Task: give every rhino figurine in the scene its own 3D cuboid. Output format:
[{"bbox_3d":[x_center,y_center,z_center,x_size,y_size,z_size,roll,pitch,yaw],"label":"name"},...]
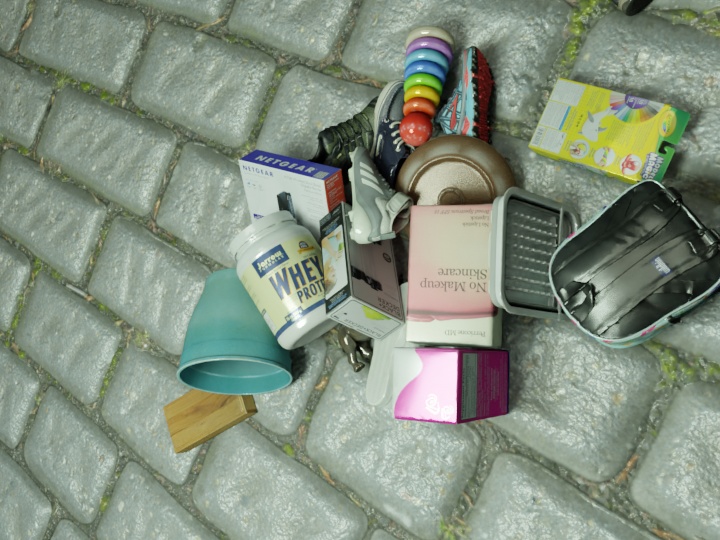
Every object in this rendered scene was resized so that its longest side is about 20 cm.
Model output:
[{"bbox_3d":[0.036,0.073,1.175,0.200,0.060,0.087,-48,65,15],"label":"rhino figurine"}]

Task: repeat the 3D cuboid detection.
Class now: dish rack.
[{"bbox_3d":[0.241,-0.019,0.985,0.043,0.200,0.172,-2,82,45],"label":"dish rack"}]

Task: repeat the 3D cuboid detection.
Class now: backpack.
[{"bbox_3d":[0.360,0.003,0.929,0.200,0.151,0.178,-39,64,12],"label":"backpack"}]

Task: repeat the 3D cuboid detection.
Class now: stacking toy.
[{"bbox_3d":[0.103,-0.297,1.146,0.085,0.085,0.200,-3,66,31],"label":"stacking toy"}]

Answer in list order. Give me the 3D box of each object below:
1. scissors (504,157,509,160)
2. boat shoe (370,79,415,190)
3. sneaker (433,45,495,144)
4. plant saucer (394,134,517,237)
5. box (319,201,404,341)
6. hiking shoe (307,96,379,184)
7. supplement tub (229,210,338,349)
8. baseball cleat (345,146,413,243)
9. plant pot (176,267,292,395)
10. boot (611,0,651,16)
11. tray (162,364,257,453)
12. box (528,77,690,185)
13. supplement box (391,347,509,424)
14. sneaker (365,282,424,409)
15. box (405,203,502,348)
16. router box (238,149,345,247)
[{"bbox_3d":[0.161,-0.121,1.155,0.200,0.014,0.073,-18,71,27],"label":"scissors"},{"bbox_3d":[0.066,-0.220,1.178,0.093,0.075,0.200,24,105,56],"label":"boat shoe"},{"bbox_3d":[0.159,-0.266,1.138,0.095,0.079,0.201,0,83,34],"label":"sneaker"},{"bbox_3d":[0.146,-0.111,1.102,0.200,0.037,0.201,5,105,17],"label":"plant saucer"},{"bbox_3d":[0.000,0.000,1.112,0.060,0.117,0.200,-36,41,32],"label":"box"},{"bbox_3d":[-0.021,-0.228,1.229,0.200,0.101,0.076,-50,60,16],"label":"hiking shoe"},{"bbox_3d":[-0.118,0.015,1.176,0.145,0.145,0.200,-38,79,22],"label":"supplement tub"},{"bbox_3d":[0.031,-0.122,1.116,0.106,0.070,0.200,-5,55,6],"label":"baseball cleat"},{"bbox_3d":[-0.220,0.104,1.259,0.200,0.200,0.188,-17,60,29],"label":"plant pot"},{"bbox_3d":[0.410,-0.493,1.022,0.151,0.073,0.200,49,114,27],"label":"boot"},{"bbox_3d":[-0.297,0.272,1.366,0.200,0.037,0.099,-32,68,23],"label":"tray"},{"bbox_3d":[0.362,-0.200,1.021,0.200,0.048,0.118,27,97,34],"label":"box"},{"bbox_3d":[0.135,0.162,1.016,0.101,0.200,0.104,-2,82,32],"label":"supplement box"},{"bbox_3d":[0.084,0.128,1.117,0.074,0.115,0.200,0,71,56],"label":"sneaker"},{"bbox_3d":[0.141,0.011,1.023,0.128,0.109,0.201,1,83,17],"label":"box"},{"bbox_3d":[-0.115,-0.109,1.243,0.200,0.049,0.180,17,131,33],"label":"router box"}]
